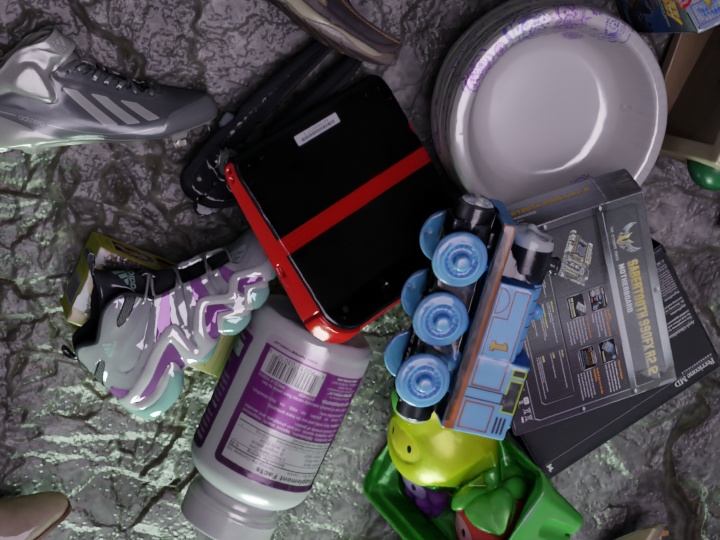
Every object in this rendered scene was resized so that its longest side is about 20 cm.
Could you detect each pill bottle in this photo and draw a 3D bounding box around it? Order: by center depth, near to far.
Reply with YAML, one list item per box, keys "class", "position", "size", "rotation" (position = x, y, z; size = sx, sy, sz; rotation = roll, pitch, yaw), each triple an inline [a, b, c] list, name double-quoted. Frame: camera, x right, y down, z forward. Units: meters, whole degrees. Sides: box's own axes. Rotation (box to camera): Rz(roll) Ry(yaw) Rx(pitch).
- class: "pill bottle"
  position: [-0.078, 0.132, 1.706]
  size: [0.112, 0.112, 0.201]
  rotation: [21, 102, -22]

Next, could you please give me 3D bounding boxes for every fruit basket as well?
- class: "fruit basket"
  position: [0.078, 0.177, 1.771]
  size: [0.215, 0.216, 0.156]
  rotation: [32, 97, -23]

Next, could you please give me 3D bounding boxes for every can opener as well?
- class: "can opener"
  position: [-0.078, -0.129, 1.698]
  size: [0.063, 0.079, 0.200]
  rotation: [43, 83, -21]

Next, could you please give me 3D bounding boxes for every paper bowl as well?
- class: "paper bowl"
  position: [0.158, -0.140, 1.741]
  size: [0.199, 0.104, 0.203]
  rotation: [-5, 109, -15]

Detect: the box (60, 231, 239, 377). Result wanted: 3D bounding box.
- class: "box"
  position: [-0.154, 0.039, 1.739]
  size: [0.199, 0.050, 0.076]
  rotation: [21, 102, -22]

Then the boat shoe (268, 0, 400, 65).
- class: "boat shoe"
  position: [-0.044, -0.243, 1.652]
  size: [0.199, 0.074, 0.074]
  rotation: [34, 89, -13]

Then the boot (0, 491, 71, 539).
- class: "boot"
  position: [-0.368, 0.197, 1.720]
  size: [0.199, 0.070, 0.147]
  rotation: [-30, 112, -6]

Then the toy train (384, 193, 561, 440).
- class: "toy train"
  position: [0.092, 0.038, 1.640]
  size: [0.113, 0.087, 0.202]
  rotation: [13, 106, -13]

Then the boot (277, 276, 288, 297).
- class: "boot"
  position: [0.000, 0.000, 1.758]
  size: [0.143, 0.071, 0.203]
  rotation: [-24, 102, -14]

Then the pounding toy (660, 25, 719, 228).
- class: "pounding toy"
  position: [0.347, -0.135, 1.771]
  size: [0.141, 0.184, 0.202]
  rotation: [19, 94, -21]

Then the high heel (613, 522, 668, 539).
- class: "high heel"
  position: [0.263, 0.345, 1.963]
  size: [0.142, 0.071, 0.200]
  rotation: [37, 97, -31]

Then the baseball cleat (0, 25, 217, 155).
- class: "baseball cleat"
  position: [-0.217, -0.150, 1.646]
  size: [0.198, 0.070, 0.107]
  rotation: [-9, 111, -14]

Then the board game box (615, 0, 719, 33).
- class: "board game box"
  position: [0.253, -0.277, 1.671]
  size: [0.061, 0.200, 0.201]
  rotation: [-25, 114, -6]

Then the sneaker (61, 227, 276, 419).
- class: "sneaker"
  position: [-0.166, 0.014, 1.657]
  size: [0.140, 0.078, 0.200]
  rotation: [38, 93, -24]

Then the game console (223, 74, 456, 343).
- class: "game console"
  position: [-0.007, -0.052, 1.676]
  size: [0.200, 0.031, 0.178]
  rotation: [-34, 95, -40]

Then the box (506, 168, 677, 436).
- class: "box"
  position: [0.180, 0.028, 1.735]
  size: [0.157, 0.048, 0.201]
  rotation: [-19, 120, -5]

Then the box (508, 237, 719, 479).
- class: "box"
  position: [0.211, 0.076, 1.845]
  size: [0.199, 0.079, 0.142]
  rotation: [-32, 110, -4]
